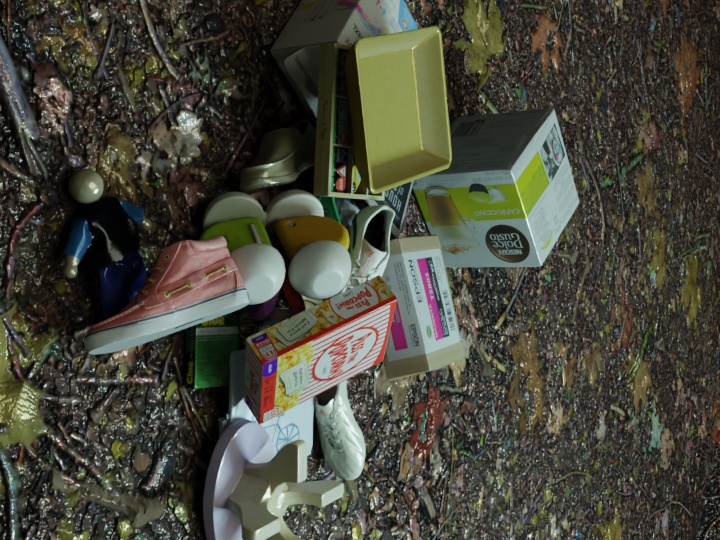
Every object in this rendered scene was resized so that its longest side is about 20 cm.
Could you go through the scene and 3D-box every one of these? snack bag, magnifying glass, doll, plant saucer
[{"bbox_3d":[-0.127,0.187,1.472,0.188,0.021,0.202,-14,111,-52],"label":"snack bag"},{"bbox_3d":[-0.049,-0.083,1.485,0.022,0.079,0.202,49,47,-68],"label":"magnifying glass"},{"bbox_3d":[-0.292,-0.020,1.236,0.136,0.048,0.202,-33,117,-47],"label":"doll"},{"bbox_3d":[0.046,-0.223,1.459,0.199,0.048,0.202,-23,113,-49],"label":"plant saucer"}]

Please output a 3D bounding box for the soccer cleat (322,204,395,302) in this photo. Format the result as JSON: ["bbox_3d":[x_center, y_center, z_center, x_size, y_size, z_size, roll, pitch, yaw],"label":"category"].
[{"bbox_3d":[0.000,0.000,1.476,0.068,0.085,0.202,24,72,-18],"label":"soccer cleat"}]

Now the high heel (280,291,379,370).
[{"bbox_3d":[-0.042,0.065,1.513,0.071,0.143,0.200,-41,145,9],"label":"high heel"}]

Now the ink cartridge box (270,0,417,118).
[{"bbox_3d":[-0.025,-0.326,1.546,0.129,0.124,0.201,54,49,-39],"label":"ink cartridge box"}]

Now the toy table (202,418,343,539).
[{"bbox_3d":[-0.120,0.304,1.396,0.183,0.116,0.202,-31,123,-47],"label":"toy table"}]

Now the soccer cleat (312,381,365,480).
[{"bbox_3d":[-0.040,0.214,1.572,0.078,0.069,0.202,-15,96,-73],"label":"soccer cleat"}]

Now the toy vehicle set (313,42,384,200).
[{"bbox_3d":[-0.010,-0.198,1.450,0.124,0.026,0.202,-2,96,-52],"label":"toy vehicle set"}]

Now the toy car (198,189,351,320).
[{"bbox_3d":[-0.115,-0.006,1.385,0.198,0.175,0.151,-4,129,-21],"label":"toy car"}]

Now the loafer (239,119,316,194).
[{"bbox_3d":[-0.114,-0.158,1.472,0.200,0.075,0.069,-43,116,-61],"label":"loafer"}]

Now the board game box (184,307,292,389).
[{"bbox_3d":[-0.161,0.102,1.444,0.199,0.023,0.106,4,90,-55],"label":"board game box"}]

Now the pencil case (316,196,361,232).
[{"bbox_3d":[-0.022,-0.132,1.587,0.091,0.082,0.202,76,25,-69],"label":"pencil case"}]

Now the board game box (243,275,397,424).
[{"bbox_3d":[-0.054,0.103,1.379,0.199,0.046,0.152,-26,151,-23],"label":"board game box"}]

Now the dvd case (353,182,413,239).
[{"bbox_3d":[0.043,-0.168,1.593,0.150,0.025,0.202,46,53,-55],"label":"dvd case"}]

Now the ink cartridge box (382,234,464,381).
[{"bbox_3d":[0.079,0.051,1.604,0.165,0.075,0.202,-10,87,-66],"label":"ink cartridge box"}]

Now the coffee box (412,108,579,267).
[{"bbox_3d":[0.237,-0.139,1.854,0.200,0.198,0.199,-52,131,-41],"label":"coffee box"}]

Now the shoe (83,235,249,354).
[{"bbox_3d":[-0.231,0.026,1.226,0.199,0.071,0.092,-19,84,-25],"label":"shoe"}]
